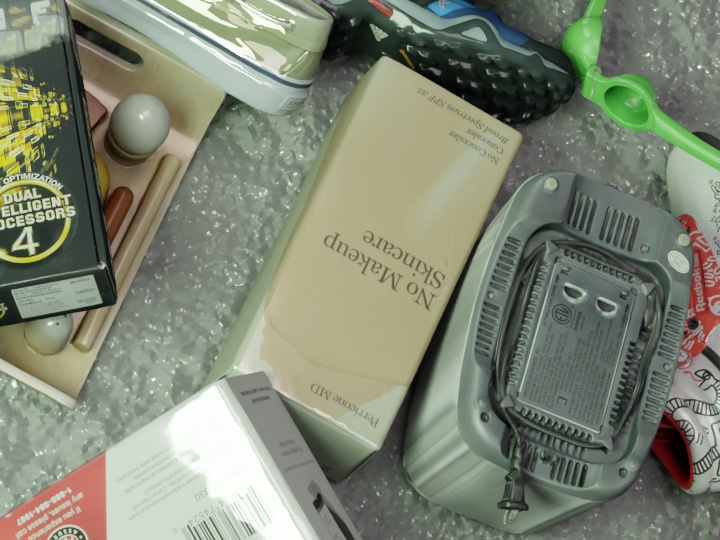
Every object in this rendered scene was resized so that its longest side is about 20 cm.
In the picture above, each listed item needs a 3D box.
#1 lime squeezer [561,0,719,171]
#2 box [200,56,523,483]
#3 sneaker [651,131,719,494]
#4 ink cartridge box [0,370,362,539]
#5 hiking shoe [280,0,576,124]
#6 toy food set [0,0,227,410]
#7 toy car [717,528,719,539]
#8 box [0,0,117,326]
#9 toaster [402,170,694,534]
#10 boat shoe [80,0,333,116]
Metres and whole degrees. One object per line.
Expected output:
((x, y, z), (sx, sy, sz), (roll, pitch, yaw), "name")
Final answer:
((0.155, -0.109, 1.518), (0.070, 0.038, 0.201), (-5, 51, -31), "lime squeezer")
((0.000, 0.000, 1.427), (0.094, 0.078, 0.201), (28, 66, -8), "box")
((0.183, 0.024, 1.487), (0.107, 0.067, 0.203), (-17, 73, -15), "sneaker")
((-0.065, 0.172, 1.313), (0.146, 0.083, 0.201), (-32, 84, 12), "ink cartridge box")
((0.033, -0.148, 1.489), (0.199, 0.074, 0.087), (20, 60, -17), "hiking shoe")
((-0.170, -0.045, 1.394), (0.143, 0.060, 0.201), (28, 66, -8), "toy food set")
((0.257, 0.172, 1.430), (0.199, 0.176, 0.150), (-27, 48, -24), "toy car")
((-0.228, -0.043, 1.332), (0.198, 0.049, 0.162), (-11, 62, 0), "box")
((0.093, 0.056, 1.412), (0.113, 0.129, 0.201), (20, 67, -10), "toaster")
((-0.103, -0.159, 1.431), (0.199, 0.072, 0.062), (32, 107, 4), "boat shoe")
